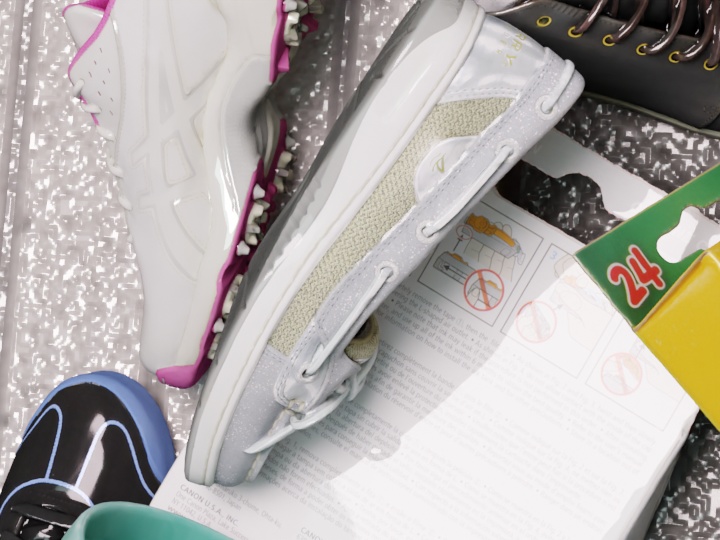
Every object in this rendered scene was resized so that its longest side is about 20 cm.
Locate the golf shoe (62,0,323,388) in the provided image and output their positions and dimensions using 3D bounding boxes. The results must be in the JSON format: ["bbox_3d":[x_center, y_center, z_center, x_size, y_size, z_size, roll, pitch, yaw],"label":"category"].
[{"bbox_3d":[-0.068,-0.057,1.009,0.091,0.075,0.201,13,107,6],"label":"golf shoe"}]

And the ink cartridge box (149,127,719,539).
[{"bbox_3d":[0.040,0.048,1.002,0.161,0.050,0.201,31,89,18],"label":"ink cartridge box"}]

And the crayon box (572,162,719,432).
[{"bbox_3d":[0.178,0.036,0.909,0.200,0.127,0.051,49,135,11],"label":"crayon box"}]

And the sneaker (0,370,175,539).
[{"bbox_3d":[-0.119,0.134,1.019,0.070,0.078,0.201,9,86,17],"label":"sneaker"}]

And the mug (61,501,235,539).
[{"bbox_3d":[-0.053,0.176,0.907,0.115,0.152,0.185,-55,41,12],"label":"mug"}]

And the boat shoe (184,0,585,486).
[{"bbox_3d":[0.001,-0.001,0.946,0.065,0.074,0.203,29,109,-6],"label":"boat shoe"}]

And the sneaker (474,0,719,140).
[{"bbox_3d":[0.109,-0.091,0.963,0.199,0.106,0.075,6,85,17],"label":"sneaker"}]
